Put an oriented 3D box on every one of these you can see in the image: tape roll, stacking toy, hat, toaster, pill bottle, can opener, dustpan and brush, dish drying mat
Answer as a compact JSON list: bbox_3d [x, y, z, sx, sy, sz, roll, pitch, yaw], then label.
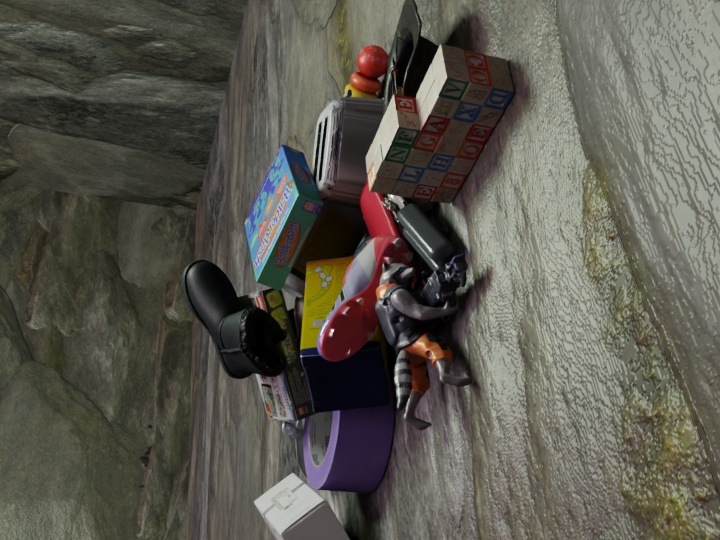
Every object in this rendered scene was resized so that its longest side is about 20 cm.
[{"bbox_3d":[-0.021,0.226,1.413,0.200,0.084,0.203,-173,90,-74],"label":"tape roll"},{"bbox_3d":[-0.006,-0.281,1.596,0.086,0.084,0.202,-112,37,-59],"label":"stacking toy"},{"bbox_3d":[0.083,-0.260,1.283,0.201,0.080,0.204,-172,90,-82],"label":"hat"},{"bbox_3d":[-0.001,-0.169,1.436,0.114,0.127,0.203,170,107,-74],"label":"toaster"},{"bbox_3d":[-0.060,-0.052,1.529,0.201,0.112,0.112,-58,14,-9],"label":"pill bottle"},{"bbox_3d":[0.079,-0.066,1.237,0.053,0.066,0.201,63,179,-37],"label":"can opener"},{"bbox_3d":[-0.089,0.267,1.548,0.200,0.056,0.142,77,-164,-74],"label":"dustpan and brush"},{"bbox_3d":[0.043,-0.030,1.324,0.077,0.018,0.202,118,136,-54],"label":"dish drying mat"}]

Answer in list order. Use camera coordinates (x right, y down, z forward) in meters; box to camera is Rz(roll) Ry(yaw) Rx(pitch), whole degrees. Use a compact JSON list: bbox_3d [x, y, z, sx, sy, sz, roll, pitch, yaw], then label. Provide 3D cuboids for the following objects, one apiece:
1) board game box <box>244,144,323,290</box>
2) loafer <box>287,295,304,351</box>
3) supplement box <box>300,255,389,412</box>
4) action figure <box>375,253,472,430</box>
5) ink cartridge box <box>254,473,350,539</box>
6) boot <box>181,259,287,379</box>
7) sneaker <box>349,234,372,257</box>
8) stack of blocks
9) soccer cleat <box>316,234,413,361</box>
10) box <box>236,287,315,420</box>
[{"bbox_3d":[-0.121,-0.085,1.452,0.153,0.045,0.201,-62,23,20],"label":"board game box"},{"bbox_3d":[-0.108,0.099,1.492,0.201,0.070,0.074,109,163,-60],"label":"loafer"},{"bbox_3d":[-0.020,0.085,1.326,0.201,0.108,0.110,-90,-8,-52],"label":"supplement box"},{"bbox_3d":[0.069,0.065,1.144,0.201,0.103,0.195,109,149,-53],"label":"action figure"},{"bbox_3d":[-0.072,0.398,1.401,0.148,0.082,0.200,60,165,-8],"label":"ink cartridge box"},{"bbox_3d":[-0.182,0.066,1.399,0.168,0.076,0.202,-21,93,62],"label":"boot"},{"bbox_3d":[0.000,0.000,1.461,0.201,0.070,0.081,115,154,-45],"label":"sneaker"},{"bbox_3d":[0.091,-0.174,1.152,0.201,0.114,0.059,118,154,-48],"label":"stack of blocks"},{"bbox_3d":[-0.003,0.035,1.238,0.076,0.067,0.201,-1,50,51],"label":"soccer cleat"},{"bbox_3d":[-0.133,0.130,1.460,0.110,0.034,0.203,-13,93,59],"label":"box"}]
